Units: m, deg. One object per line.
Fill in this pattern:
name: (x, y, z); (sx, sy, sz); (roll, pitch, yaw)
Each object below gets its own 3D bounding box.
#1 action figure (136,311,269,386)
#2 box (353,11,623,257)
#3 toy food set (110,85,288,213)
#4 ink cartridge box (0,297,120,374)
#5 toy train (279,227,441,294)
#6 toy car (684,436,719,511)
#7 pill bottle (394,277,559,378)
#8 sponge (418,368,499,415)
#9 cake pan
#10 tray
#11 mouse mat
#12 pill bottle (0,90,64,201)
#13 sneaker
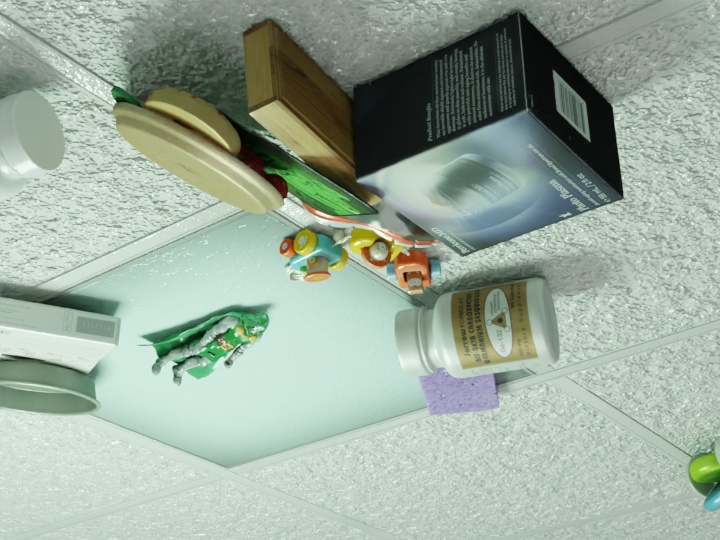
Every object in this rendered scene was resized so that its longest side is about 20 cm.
action figure: (-0.200, 0.101, 1.749); (0.200, 0.055, 0.118); (-28, 139, 33)
box: (0.128, -0.126, 1.279); (0.198, 0.123, 0.200); (-20, 146, 32)
toy food set: (-0.160, -0.120, 1.261); (0.198, 0.049, 0.200); (19, 167, 49)
ink cartridge box: (-0.441, 0.086, 1.715); (0.200, 0.045, 0.176); (11, 160, -22)
toy train: (0.000, 0.000, 1.568); (0.199, 0.056, 0.150); (-3, 151, 3)
toy car: (0.659, 0.367, 2.164); (0.200, 0.150, 0.175); (6, 151, -14)
pill bottle: (0.151, 0.080, 1.659); (0.200, 0.115, 0.114); (-10, 150, 16)
sponge: (0.145, 0.161, 1.894); (0.111, 0.030, 0.200); (-6, 150, 7)
cake pan: (-0.473, 0.170, 1.840); (0.200, 0.037, 0.200); (3, 161, 1)
tray: (-0.042, -0.149, 1.249); (0.037, 0.099, 0.200); (-22, 146, 23)
mouse mat: (-0.086, -0.106, 1.292); (0.200, 0.008, 0.161); (30, 171, -18)
pill bottle: (-0.404, -0.115, 1.283); (0.200, 0.112, 0.111); (-13, 149, 20)
sneaker: (0.037, -0.081, 1.407); (0.200, 0.077, 0.082); (5, 144, -13)
